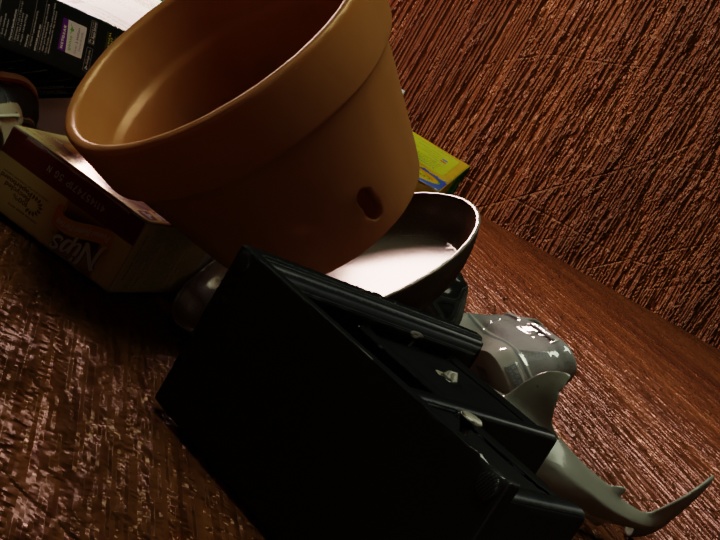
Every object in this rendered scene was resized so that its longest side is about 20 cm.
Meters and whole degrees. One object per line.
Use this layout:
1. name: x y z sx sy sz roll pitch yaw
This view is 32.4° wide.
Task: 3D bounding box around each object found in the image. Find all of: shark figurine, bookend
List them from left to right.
1. bookend: 0.039 0.095 0.605 0.198 0.092 0.200 22 13 -46
2. shark figurine: 0.136 0.116 0.843 0.214 0.090 0.128 30 10 9

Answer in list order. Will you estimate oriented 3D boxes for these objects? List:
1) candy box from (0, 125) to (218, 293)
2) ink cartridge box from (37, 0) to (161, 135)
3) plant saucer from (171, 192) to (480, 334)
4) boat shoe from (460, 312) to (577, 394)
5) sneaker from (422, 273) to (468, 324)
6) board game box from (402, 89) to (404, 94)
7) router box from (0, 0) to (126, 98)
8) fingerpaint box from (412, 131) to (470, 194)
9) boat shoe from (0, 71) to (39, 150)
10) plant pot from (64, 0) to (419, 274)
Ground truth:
1. candy box: -0.149 -0.036 0.841 0.115 0.055 0.200 35 11 16
2. ink cartridge box: -0.202 -0.168 1.059 0.146 0.085 0.200 31 26 11
3. plant saucer: -0.018 0.005 0.772 0.200 0.200 0.032 -124 -165 -70
4. boat shoe: 0.122 0.064 1.005 0.200 0.068 0.072 178 -106 -84
5. sneaker: 0.000 0.000 1.001 0.200 0.098 0.071 27 10 -7
6. board game box: -0.035 -0.164 1.102 0.126 0.035 0.200 30 18 1
7. router box: -0.285 -0.166 0.884 0.199 0.051 0.149 4 -8 35
8. fingerpaint box: -0.011 -0.109 1.170 0.200 0.074 0.167 32 18 5
9. boat shoe: -0.260 -0.099 0.816 0.200 0.071 0.063 31 40 -85
10. plant pot: -0.053 -0.086 0.741 0.140 0.200 0.200 56 -7 -33
